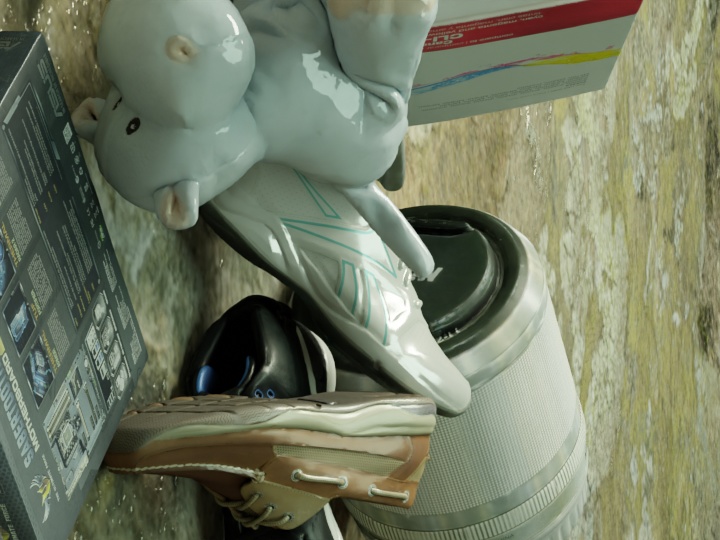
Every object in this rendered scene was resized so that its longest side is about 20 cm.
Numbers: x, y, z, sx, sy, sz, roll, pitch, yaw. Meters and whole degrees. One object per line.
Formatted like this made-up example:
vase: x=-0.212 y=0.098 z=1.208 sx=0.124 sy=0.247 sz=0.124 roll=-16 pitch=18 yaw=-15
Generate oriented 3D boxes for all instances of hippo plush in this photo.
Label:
hippo plush: x=-0.065 y=-0.099 z=1.442 sx=0.159 sy=0.160 sz=0.201 roll=50 pitch=-33 yaw=43

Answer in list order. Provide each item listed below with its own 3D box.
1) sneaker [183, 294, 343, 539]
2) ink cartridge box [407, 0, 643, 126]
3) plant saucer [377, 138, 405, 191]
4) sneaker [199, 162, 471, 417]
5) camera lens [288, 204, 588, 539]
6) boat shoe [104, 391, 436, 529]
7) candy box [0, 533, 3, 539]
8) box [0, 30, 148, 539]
sneaker: x=-0.061 y=0.112 z=1.627 sx=0.112 sy=0.073 sz=0.201 roll=43 pitch=41 yaw=-59
ink cartridge box: x=0.070 y=-0.183 z=1.674 sx=0.200 sy=0.144 sz=0.146 roll=99 pitch=-21 yaw=-76
plant saucer: x=-0.017 y=-0.139 z=1.612 sx=0.200 sy=0.050 sz=0.201 roll=170 pitch=-90 yaw=-87
sneaker: x=0.000 y=0.000 z=1.640 sx=0.200 sy=0.070 sz=0.080 roll=46 pitch=79 yaw=-13
camera lens: x=0.049 y=0.073 z=1.793 sx=0.160 sy=0.159 sz=0.201 roll=-71 pitch=152 yaw=-44
boat shoe: x=-0.043 y=0.103 z=1.555 sx=0.199 sy=0.076 sz=0.072 roll=0 pitch=93 yaw=-32
candy box: x=-0.220 y=0.114 z=1.162 sx=0.200 sy=0.071 sz=0.169 roll=-59 pitch=143 yaw=-57
box: x=-0.165 y=0.015 z=1.354 sx=0.158 sy=0.051 sz=0.201 roll=-70 pitch=152 yaw=-48
